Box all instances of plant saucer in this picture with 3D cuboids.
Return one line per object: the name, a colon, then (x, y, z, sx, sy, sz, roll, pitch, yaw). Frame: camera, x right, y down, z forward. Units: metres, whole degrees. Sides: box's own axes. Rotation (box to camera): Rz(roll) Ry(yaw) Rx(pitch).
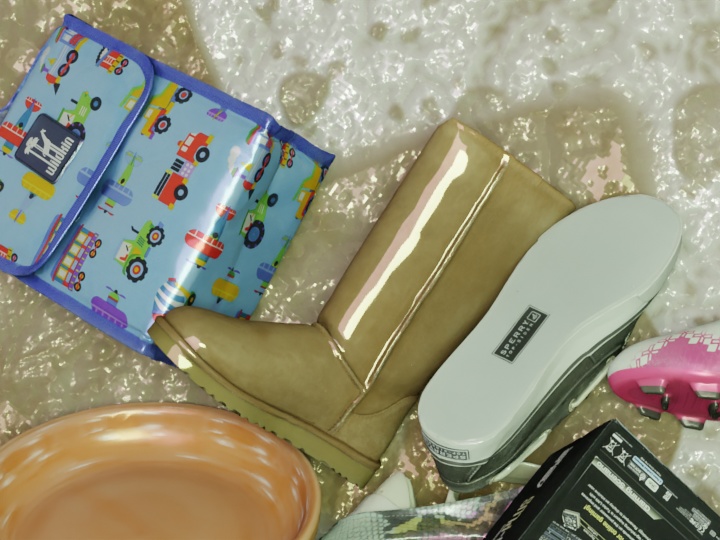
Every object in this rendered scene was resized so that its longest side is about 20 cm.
plant saucer: (-0.121, 0.140, 1.246, 0.200, 0.200, 0.038, 5, 120, 13)

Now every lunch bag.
lunch bag: (-0.142, -0.051, 1.324, 0.200, 0.094, 0.151, 28, 90, 27)

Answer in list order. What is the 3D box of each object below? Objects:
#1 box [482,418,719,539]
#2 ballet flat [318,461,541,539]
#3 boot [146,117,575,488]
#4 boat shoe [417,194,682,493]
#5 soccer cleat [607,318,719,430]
box: (0.140, 0.206, 1.153, 0.200, 0.086, 0.164, 42, 63, -2)
ballet flat: (0.050, 0.142, 1.259, 0.199, 0.069, 0.071, -10, 58, 5)
boot: (0.000, 0.000, 1.253, 0.200, 0.175, 0.066, -55, 36, 2)
boat shoe: (0.105, 0.039, 1.255, 0.071, 0.064, 0.200, 33, 67, 31)
soccer cleat: (0.235, 0.039, 1.235, 0.199, 0.070, 0.087, 1, 67, 9)
